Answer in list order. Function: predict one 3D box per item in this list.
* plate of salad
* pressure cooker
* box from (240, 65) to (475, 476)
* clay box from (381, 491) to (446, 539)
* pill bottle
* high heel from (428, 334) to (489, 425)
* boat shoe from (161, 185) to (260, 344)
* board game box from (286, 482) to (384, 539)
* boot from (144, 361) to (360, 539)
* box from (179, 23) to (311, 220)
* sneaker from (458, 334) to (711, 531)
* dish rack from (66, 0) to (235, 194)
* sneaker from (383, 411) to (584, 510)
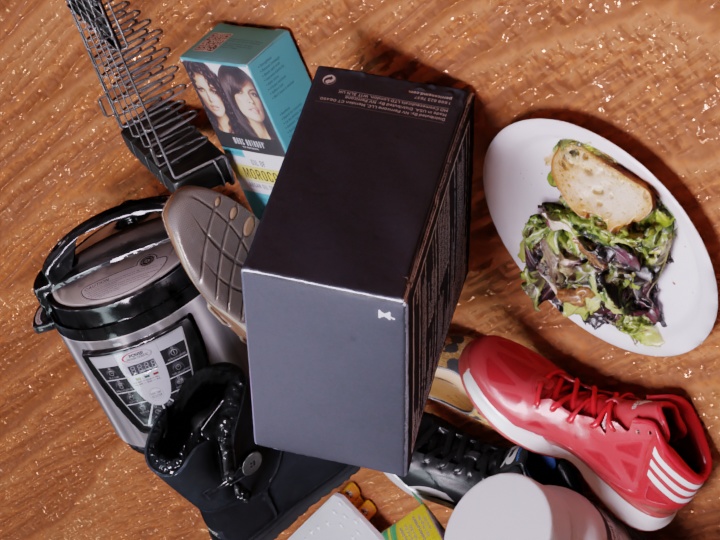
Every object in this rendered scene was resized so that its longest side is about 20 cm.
[{"bbox_3d":[0.157,-0.015,1.650,0.200,0.048,0.200,32,148,24],"label":"plate of salad"},{"bbox_3d":[-0.166,0.033,2.006,0.178,0.176,0.201,12,134,51],"label":"pressure cooker"},{"bbox_3d":[0.000,0.000,1.691,0.123,0.199,0.200,10,140,9],"label":"box"},{"bbox_3d":[0.080,0.266,1.870,0.115,0.048,0.200,54,-178,-31],"label":"clay box"},{"bbox_3d":[0.155,0.228,1.801,0.113,0.113,0.200,15,167,43],"label":"pill bottle"},{"bbox_3d":[0.032,0.101,1.856,0.200,0.143,0.072,37,149,18],"label":"high heel"},{"bbox_3d":[-0.098,0.009,1.882,0.072,0.076,0.200,15,149,48],"label":"boat shoe"},{"bbox_3d":[0.023,0.299,2.229,0.200,0.026,0.200,45,151,3],"label":"board game box"},{"bbox_3d":[-0.071,0.123,1.929,0.076,0.200,0.168,37,165,35],"label":"boot"},{"bbox_3d":[-0.059,-0.090,1.842,0.082,0.049,0.200,11,135,46],"label":"box"},{"bbox_3d":[0.173,0.096,1.754,0.200,0.078,0.116,35,142,-3],"label":"sneaker"},{"bbox_3d":[-0.175,-0.157,1.863,0.153,0.054,0.201,39,155,58],"label":"dish rack"},{"bbox_3d":[0.098,0.149,1.913,0.200,0.073,0.112,34,146,7],"label":"sneaker"}]
